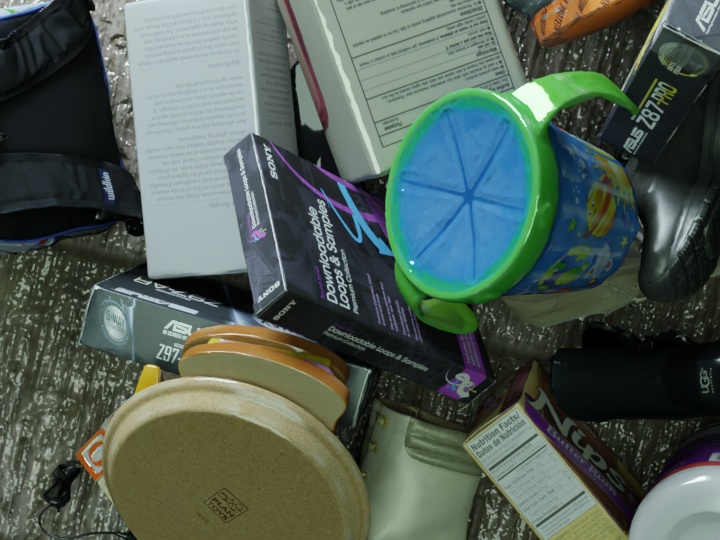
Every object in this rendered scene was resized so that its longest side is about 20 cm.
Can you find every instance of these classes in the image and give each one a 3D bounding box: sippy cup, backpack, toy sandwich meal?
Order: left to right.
[{"bbox_3d":[-0.265,-0.097,1.057,0.154,0.190,0.201,-14,95,24],"label":"backpack"},{"bbox_3d":[-0.078,0.128,0.984,0.204,0.070,0.206,8,125,12],"label":"toy sandwich meal"},{"bbox_3d":[0.108,-0.041,0.970,0.178,0.130,0.140,-18,71,45],"label":"sippy cup"}]

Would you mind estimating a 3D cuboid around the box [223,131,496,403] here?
[{"bbox_3d":[0.000,0.000,1.017,0.200,0.143,0.036,23,127,-38],"label":"box"}]

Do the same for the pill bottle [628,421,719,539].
[{"bbox_3d":[0.254,0.169,1.021,0.112,0.200,0.113,3,98,20],"label":"pill bottle"}]

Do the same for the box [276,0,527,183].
[{"bbox_3d":[0.021,-0.175,1.042,0.127,0.109,0.201,-20,94,-13],"label":"box"}]

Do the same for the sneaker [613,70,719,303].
[{"bbox_3d":[0.215,-0.062,1.040,0.090,0.076,0.200,9,53,21],"label":"sneaker"}]

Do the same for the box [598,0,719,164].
[{"bbox_3d":[0.232,-0.187,0.973,0.049,0.161,0.200,28,71,2],"label":"box"}]

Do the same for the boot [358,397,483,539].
[{"bbox_3d":[-0.008,0.169,1.121,0.199,0.072,0.155,12,96,5],"label":"boot"}]

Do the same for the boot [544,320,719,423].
[{"bbox_3d":[0.248,0.069,1.070,0.168,0.200,0.077,-2,91,41],"label":"boot"}]

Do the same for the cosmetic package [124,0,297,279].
[{"bbox_3d":[-0.104,-0.098,1.081,0.101,0.071,0.201,-4,91,21],"label":"cosmetic package"}]

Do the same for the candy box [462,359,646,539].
[{"bbox_3d":[0.163,0.169,1.077,0.056,0.117,0.200,-38,91,18],"label":"candy box"}]

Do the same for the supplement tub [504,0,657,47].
[{"bbox_3d":[0.130,-0.264,1.020,0.122,0.123,0.201,-22,87,8],"label":"supplement tub"}]

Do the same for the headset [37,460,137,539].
[{"bbox_3d":[-0.173,0.236,1.158,0.123,0.094,0.200,-38,107,9],"label":"headset"}]

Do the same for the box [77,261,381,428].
[{"bbox_3d":[-0.084,0.049,1.070,0.199,0.160,0.044,17,98,5],"label":"box"}]

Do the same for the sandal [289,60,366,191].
[{"bbox_3d":[-0.026,-0.061,1.109,0.076,0.043,0.201,-8,96,7],"label":"sandal"}]

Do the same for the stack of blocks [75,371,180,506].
[{"bbox_3d":[-0.101,0.168,1.083,0.115,0.059,0.200,-46,66,5],"label":"stack of blocks"}]

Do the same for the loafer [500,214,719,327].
[{"bbox_3d":[0.189,-0.010,1.082,0.199,0.068,0.076,-12,58,-6],"label":"loafer"}]
